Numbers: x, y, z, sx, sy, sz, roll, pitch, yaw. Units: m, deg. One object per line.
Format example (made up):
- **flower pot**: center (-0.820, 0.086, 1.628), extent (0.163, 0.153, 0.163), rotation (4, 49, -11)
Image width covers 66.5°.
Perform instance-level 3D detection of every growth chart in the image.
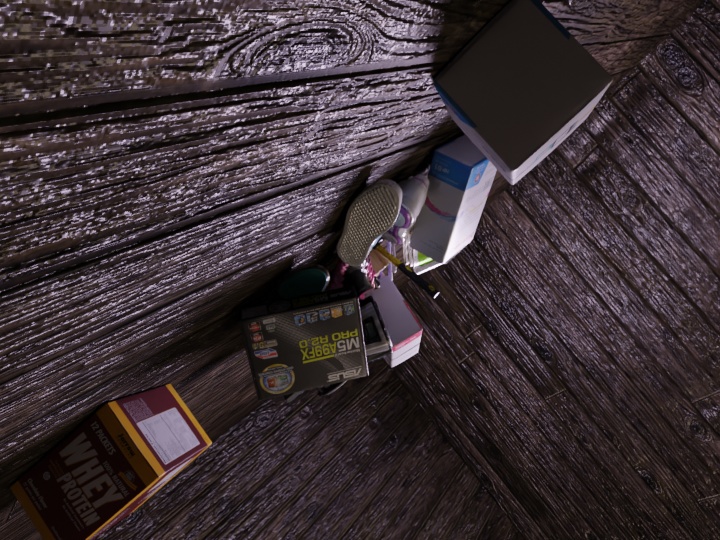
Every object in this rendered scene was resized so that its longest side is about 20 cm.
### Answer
- **growth chart**: center (0.133, -0.083, 1.132), extent (0.144, 0.018, 0.203), rotation (-30, 125, -31)

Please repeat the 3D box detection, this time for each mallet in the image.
- **mallet**: center (0.077, -0.019, 1.071), extent (0.066, 0.199, 0.041), rotation (-39, 159, -46)

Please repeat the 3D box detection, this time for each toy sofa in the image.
- **toy sofa**: center (0.026, -0.022, 1.219), extent (0.097, 0.083, 0.200), rotation (-38, 172, -7)

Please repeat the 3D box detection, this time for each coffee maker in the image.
- **coffee maker**: center (-0.048, 0.131, 1.078), extent (0.197, 0.136, 0.192), rotation (-20, -160, -5)

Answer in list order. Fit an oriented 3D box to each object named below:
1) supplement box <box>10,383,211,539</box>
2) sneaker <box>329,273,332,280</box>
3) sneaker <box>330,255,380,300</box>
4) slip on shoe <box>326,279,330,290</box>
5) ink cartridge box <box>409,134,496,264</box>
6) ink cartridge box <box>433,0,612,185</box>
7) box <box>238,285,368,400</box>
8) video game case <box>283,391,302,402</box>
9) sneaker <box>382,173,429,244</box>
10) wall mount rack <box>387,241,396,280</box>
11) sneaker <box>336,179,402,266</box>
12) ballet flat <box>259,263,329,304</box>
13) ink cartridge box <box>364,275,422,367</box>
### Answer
- **supplement box**: center (-0.385, 0.309, 0.880), extent (0.197, 0.133, 0.200), rotation (-40, 173, 3)
- **sneaker**: center (-0.061, 0.085, 1.302), extent (0.067, 0.108, 0.202), rotation (-37, 172, -18)
- **sneaker**: center (0.000, 0.000, 1.060), extent (0.201, 0.094, 0.080), rotation (117, -8, -58)
- **slip on shoe**: center (-0.099, 0.055, 1.117), extent (0.061, 0.075, 0.200), rotation (-55, 174, -21)
- **ink cartridge box**: center (0.177, -0.134, 1.025), extent (0.144, 0.084, 0.202), rotation (-34, 144, -48)
- **ink cartridge box**: center (0.204, -0.220, 0.711), extent (0.146, 0.147, 0.200), rotation (-42, 173, 14)
- **box**: center (-0.092, 0.123, 0.929), extent (0.197, 0.163, 0.044), rotation (-11, -154, -8)
- **video game case**: center (-0.141, 0.177, 1.226), extent (0.142, 0.200, 0.019), rotation (-40, 131, 2)
- **sneaker**: center (0.077, -0.110, 0.996), extent (0.100, 0.074, 0.200), rotation (-55, -176, -16)
- **wall mount rack**: center (0.093, -0.075, 1.198), extent (0.175, 0.074, 0.200), rotation (-53, 174, -8)
- **sneaker**: center (0.017, -0.092, 0.883), extent (0.200, 0.073, 0.083), rotation (-51, -170, 52)
- **ballet flat**: center (-0.129, 0.046, 0.962), extent (0.200, 0.072, 0.072), rotation (-43, 172, 22)
- **ink cartridge box**: center (0.066, 0.123, 1.256), extent (0.083, 0.146, 0.201), rotation (-30, 159, -10)
